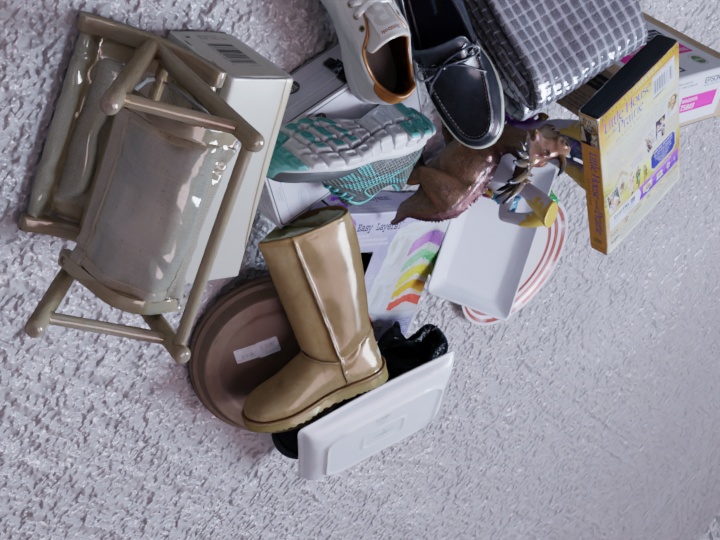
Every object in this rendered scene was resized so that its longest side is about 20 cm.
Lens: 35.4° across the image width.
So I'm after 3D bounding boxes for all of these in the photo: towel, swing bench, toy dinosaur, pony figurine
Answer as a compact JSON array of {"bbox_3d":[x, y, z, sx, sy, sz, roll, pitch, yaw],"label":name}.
[{"bbox_3d":[0.175,-0.274,1.128,0.165,0.201,0.086,-33,-178,-20],"label":"towel"},{"bbox_3d":[-0.184,-0.069,0.900,0.129,0.200,0.200,13,114,-25],"label":"swing bench"},{"bbox_3d":[0.110,-0.099,1.166,0.200,0.136,0.086,-46,164,14],"label":"toy dinosaur"},{"bbox_3d":[0.168,-0.143,1.261,0.166,0.199,0.194,38,77,-51],"label":"pony figurine"}]

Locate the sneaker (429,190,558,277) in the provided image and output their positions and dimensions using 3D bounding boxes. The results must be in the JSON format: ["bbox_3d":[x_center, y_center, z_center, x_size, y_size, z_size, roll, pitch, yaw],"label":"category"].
[{"bbox_3d":[0.164,-0.054,1.393,0.200,0.084,0.074,-38,150,-16],"label":"sneaker"}]

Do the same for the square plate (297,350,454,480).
[{"bbox_3d":[0.019,0.179,1.309,0.199,0.029,0.198,-26,159,-14],"label":"square plate"}]

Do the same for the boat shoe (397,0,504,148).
[{"bbox_3d":[0.083,-0.209,1.080,0.202,0.074,0.062,70,24,-14],"label":"boat shoe"}]

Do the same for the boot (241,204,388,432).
[{"bbox_3d":[-0.068,0.051,1.165,0.174,0.066,0.201,-24,119,-12],"label":"boot"}]

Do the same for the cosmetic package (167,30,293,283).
[{"bbox_3d":[-0.140,-0.102,1.015,0.073,0.103,0.201,-9,128,-43],"label":"cosmetic package"}]

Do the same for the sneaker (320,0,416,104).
[{"bbox_3d":[0.007,-0.246,1.018,0.072,0.085,0.201,-31,115,-19],"label":"sneaker"}]

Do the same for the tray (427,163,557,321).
[{"bbox_3d":[0.157,-0.050,1.355,0.022,0.106,0.202,153,-43,-81],"label":"tray"}]

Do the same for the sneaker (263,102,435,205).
[{"bbox_3d":[-0.012,-0.098,1.080,0.199,0.078,0.092,-14,135,-37],"label":"sneaker"}]

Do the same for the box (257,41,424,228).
[{"bbox_3d":[-0.032,-0.148,1.126,0.199,0.060,0.117,-36,142,-20],"label":"box"}]

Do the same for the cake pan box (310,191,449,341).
[{"bbox_3d":[0.000,0.000,1.298,0.199,0.052,0.186,-4,121,-45],"label":"cake pan box"}]

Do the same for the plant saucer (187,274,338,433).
[{"bbox_3d":[-0.089,0.098,1.232,0.198,0.030,0.202,-6,118,-12],"label":"plant saucer"}]

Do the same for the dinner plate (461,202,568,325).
[{"bbox_3d":[0.204,-0.014,1.525,0.199,0.024,0.201,-27,137,-29],"label":"dinner plate"}]

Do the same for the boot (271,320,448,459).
[{"bbox_3d":[-0.002,0.137,1.336,0.199,0.077,0.169,-17,154,-27],"label":"boot"}]

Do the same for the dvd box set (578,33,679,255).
[{"bbox_3d":[0.295,-0.133,1.222,0.146,0.029,0.201,-44,141,-23],"label":"dvd box set"}]

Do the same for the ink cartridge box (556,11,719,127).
[{"bbox_3d":[0.324,-0.235,1.344,0.199,0.165,0.076,-19,134,-37],"label":"ink cartridge box"}]
